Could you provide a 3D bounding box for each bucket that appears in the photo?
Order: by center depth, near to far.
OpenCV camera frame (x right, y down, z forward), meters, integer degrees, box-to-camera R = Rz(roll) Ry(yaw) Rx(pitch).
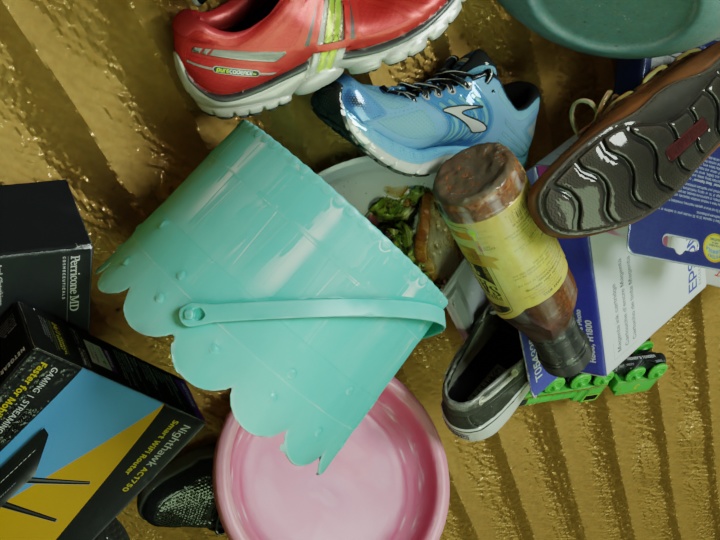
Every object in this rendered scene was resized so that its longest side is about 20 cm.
[{"bbox_3d":[-0.051,0.013,0.695,0.135,0.207,0.207,-48,137,0],"label":"bucket"}]

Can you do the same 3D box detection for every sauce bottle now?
[{"bbox_3d":[0.115,0.001,0.775,0.066,0.066,0.201,-32,126,0],"label":"sauce bottle"}]

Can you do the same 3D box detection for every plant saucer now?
[{"bbox_3d":[0.159,-0.183,0.681,0.199,0.039,0.201,13,157,5],"label":"plant saucer"},{"bbox_3d":[-0.026,0.171,0.897,0.199,0.202,0.051,-9,162,-23],"label":"plant saucer"}]

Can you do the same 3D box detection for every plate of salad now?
[{"bbox_3d":[0.000,0.000,0.844,0.199,0.048,0.201,-17,136,-17],"label":"plate of salad"}]

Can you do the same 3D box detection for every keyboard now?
[{"bbox_3d":[0.107,0.043,0.940,0.057,0.011,0.200,-59,151,-16],"label":"keyboard"}]

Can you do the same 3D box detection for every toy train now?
[{"bbox_3d":[0.217,0.105,1.078,0.198,0.042,0.057,-4,141,-28],"label":"toy train"}]

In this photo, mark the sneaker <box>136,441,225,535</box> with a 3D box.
[{"bbox_3d":[-0.085,0.206,0.936,0.198,0.114,0.077,2,126,-30],"label":"sneaker"}]

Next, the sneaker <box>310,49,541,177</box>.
[{"bbox_3d":[0.050,-0.117,0.760,0.199,0.078,0.091,3,118,-44],"label":"sneaker"}]

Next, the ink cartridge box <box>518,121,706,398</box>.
[{"bbox_3d":[0.199,-0.021,0.867,0.200,0.043,0.198,-37,128,-29],"label":"ink cartridge box"}]

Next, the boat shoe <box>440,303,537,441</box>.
[{"bbox_3d":[0.134,0.049,0.905,0.200,0.070,0.064,-53,150,-23],"label":"boat shoe"}]

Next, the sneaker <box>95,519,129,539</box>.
[{"bbox_3d":[-0.280,0.217,0.847,0.199,0.076,0.114,22,117,-39],"label":"sneaker"}]

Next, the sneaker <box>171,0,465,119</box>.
[{"bbox_3d":[-0.021,-0.163,0.664,0.199,0.077,0.085,-28,130,-8],"label":"sneaker"}]

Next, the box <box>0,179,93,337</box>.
[{"bbox_3d":[-0.253,0.049,0.715,0.140,0.079,0.201,-6,131,-24],"label":"box"}]

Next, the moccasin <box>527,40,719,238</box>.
[{"bbox_3d":[0.187,-0.091,0.736,0.201,0.078,0.074,-43,110,-16],"label":"moccasin"}]

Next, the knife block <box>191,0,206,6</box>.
[{"bbox_3d":[-0.052,-0.242,0.569,0.174,0.064,0.202,-1,112,-6],"label":"knife block"}]

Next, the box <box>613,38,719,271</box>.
[{"bbox_3d":[0.236,-0.105,0.819,0.120,0.032,0.202,8,86,-36],"label":"box"}]

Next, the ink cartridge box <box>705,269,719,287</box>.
[{"bbox_3d":[0.352,-0.046,0.996,0.115,0.067,0.201,11,122,-38],"label":"ink cartridge box"}]

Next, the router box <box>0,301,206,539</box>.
[{"bbox_3d":[-0.221,0.129,0.712,0.200,0.051,0.149,-46,137,11],"label":"router box"}]
